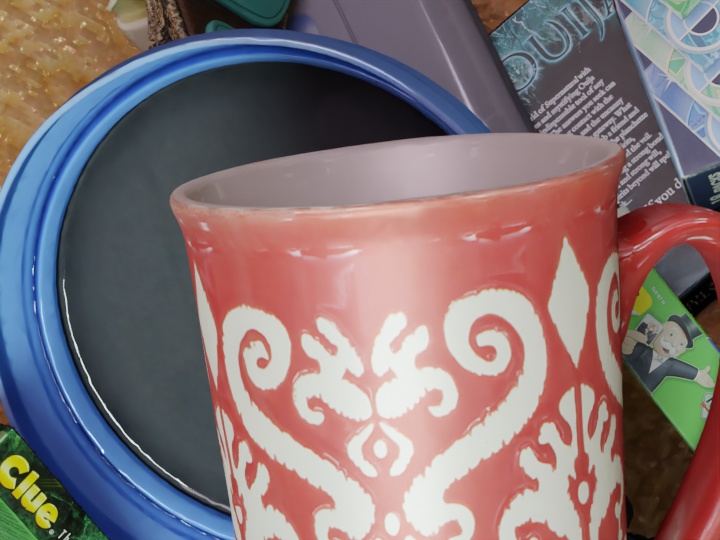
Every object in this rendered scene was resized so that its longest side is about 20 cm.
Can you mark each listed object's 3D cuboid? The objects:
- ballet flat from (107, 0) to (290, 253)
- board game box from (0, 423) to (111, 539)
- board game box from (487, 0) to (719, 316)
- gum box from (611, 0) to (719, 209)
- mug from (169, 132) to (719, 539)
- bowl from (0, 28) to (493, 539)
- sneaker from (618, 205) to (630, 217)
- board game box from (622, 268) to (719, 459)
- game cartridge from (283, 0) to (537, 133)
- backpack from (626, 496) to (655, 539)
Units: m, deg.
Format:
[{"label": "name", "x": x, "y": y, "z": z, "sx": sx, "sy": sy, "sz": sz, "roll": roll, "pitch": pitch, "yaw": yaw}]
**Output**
[{"label": "ballet flat", "x": -0.062, "y": -0.081, "z": 1.030, "sx": 0.075, "sy": 0.068, "sz": 0.201, "roll": -31, "pitch": 43, "yaw": 31}, {"label": "board game box", "x": -0.143, "y": 0.081, "z": 1.009, "sx": 0.023, "sy": 0.105, "sz": 0.200, "roll": -45, "pitch": 29, "yaw": -19}, {"label": "board game box", "x": 0.140, "y": -0.083, "z": 1.055, "sx": 0.200, "sy": 0.028, "sz": 0.135, "roll": -40, "pitch": 67, "yaw": 4}, {"label": "gum box", "x": 0.183, "y": -0.136, "z": 1.014, "sx": 0.199, "sy": 0.045, "sz": 0.171, "roll": -21, "pitch": 69, "yaw": 8}, {"label": "mug", "x": 0.041, "y": 0.067, "z": 0.830, "sx": 0.176, "sy": 0.133, "sz": 0.201, "roll": -5, "pitch": 99, "yaw": 5}, {"label": "bowl", "x": -0.027, "y": 0.015, "z": 0.937, "sx": 0.199, "sy": 0.039, "sz": 0.202, "roll": 5, "pitch": 109, "yaw": 13}, {"label": "sneaker", "x": 0.000, "y": 0.000, "z": 0.996, "sx": 0.199, "sy": 0.077, "sz": 0.082, "roll": -20, "pitch": 86, "yaw": 16}, {"label": "board game box", "x": 0.149, "y": 0.087, "z": 0.936, "sx": 0.029, "sy": 0.135, "sz": 0.200, "roll": -38, "pitch": 61, "yaw": 3}, {"label": "game cartridge", "x": -0.032, "y": -0.030, "z": 1.075, "sx": 0.199, "sy": 0.041, "sz": 0.134, "roll": -32, "pitch": 73, "yaw": 17}, {"label": "backpack", "x": 0.043, "y": 0.184, "z": 0.961, "sx": 0.199, "sy": 0.127, "sz": 0.168, "roll": -14, "pitch": 60, "yaw": 14}]
